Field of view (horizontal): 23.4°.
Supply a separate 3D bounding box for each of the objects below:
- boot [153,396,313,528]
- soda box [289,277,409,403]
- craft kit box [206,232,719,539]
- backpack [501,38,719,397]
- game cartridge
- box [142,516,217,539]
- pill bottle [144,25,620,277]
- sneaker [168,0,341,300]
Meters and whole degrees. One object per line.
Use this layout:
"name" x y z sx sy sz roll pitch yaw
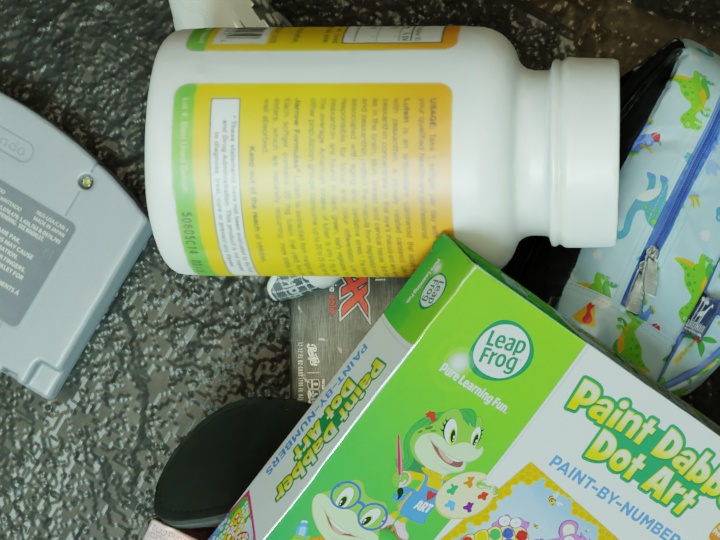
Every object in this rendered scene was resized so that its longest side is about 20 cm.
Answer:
"boot" 0.016 0.131 0.869 0.200 0.174 0.069 -15 44 26
"soda box" 0.000 0.000 0.919 0.071 0.063 0.200 -1 86 8
"craft kit box" 0.055 0.116 0.762 0.200 0.049 0.198 33 96 -26
"backpack" 0.142 -0.014 0.863 0.154 0.163 0.200 15 82 1
"game cartridge" -0.220 -0.034 0.966 0.200 0.042 0.133 30 83 10
"box" -0.029 0.209 0.892 0.200 0.095 0.103 25 91 10
"pill bottle" 0.013 -0.052 0.770 0.200 0.111 0.111 1 86 8
"sneaker" -0.058 -0.083 0.869 0.080 0.076 0.200 -33 80 14
